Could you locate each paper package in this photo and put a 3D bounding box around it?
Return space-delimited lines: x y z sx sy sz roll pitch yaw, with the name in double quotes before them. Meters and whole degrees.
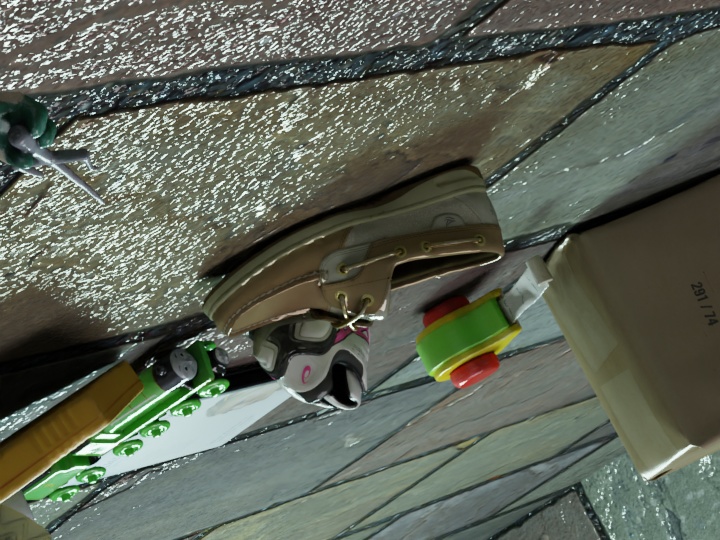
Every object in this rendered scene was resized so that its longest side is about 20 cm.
"paper package" 0.274 0.041 1.797 0.190 0.201 0.104 -22 167 -24

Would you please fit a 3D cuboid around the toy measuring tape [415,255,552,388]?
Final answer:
"toy measuring tape" 0.089 0.044 1.727 0.073 0.074 0.200 -22 166 -23

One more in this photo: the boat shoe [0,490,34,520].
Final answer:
"boat shoe" -0.281 0.198 1.561 0.062 0.072 0.200 -23 169 -30

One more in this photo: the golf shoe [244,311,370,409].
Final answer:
"golf shoe" -0.030 0.059 1.487 0.072 0.093 0.200 -31 168 10

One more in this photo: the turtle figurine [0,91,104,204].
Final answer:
"turtle figurine" -0.194 -0.017 0.818 0.200 0.100 0.151 19 101 -55

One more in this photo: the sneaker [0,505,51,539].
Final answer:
"sneaker" -0.279 0.251 1.406 0.199 0.079 0.130 -52 165 -46

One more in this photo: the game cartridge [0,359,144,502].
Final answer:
"game cartridge" -0.227 0.129 1.358 0.199 0.033 0.176 -33 -177 5

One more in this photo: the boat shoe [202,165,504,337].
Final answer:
"boat shoe" 0.000 0.000 1.369 0.199 0.067 0.074 -25 167 -13

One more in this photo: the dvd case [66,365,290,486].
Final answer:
"dvd case" -0.129 0.113 1.659 0.142 0.018 0.199 -36 165 35

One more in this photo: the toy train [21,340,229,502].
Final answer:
"toy train" -0.168 0.103 1.500 0.200 0.042 0.056 -36 154 32
